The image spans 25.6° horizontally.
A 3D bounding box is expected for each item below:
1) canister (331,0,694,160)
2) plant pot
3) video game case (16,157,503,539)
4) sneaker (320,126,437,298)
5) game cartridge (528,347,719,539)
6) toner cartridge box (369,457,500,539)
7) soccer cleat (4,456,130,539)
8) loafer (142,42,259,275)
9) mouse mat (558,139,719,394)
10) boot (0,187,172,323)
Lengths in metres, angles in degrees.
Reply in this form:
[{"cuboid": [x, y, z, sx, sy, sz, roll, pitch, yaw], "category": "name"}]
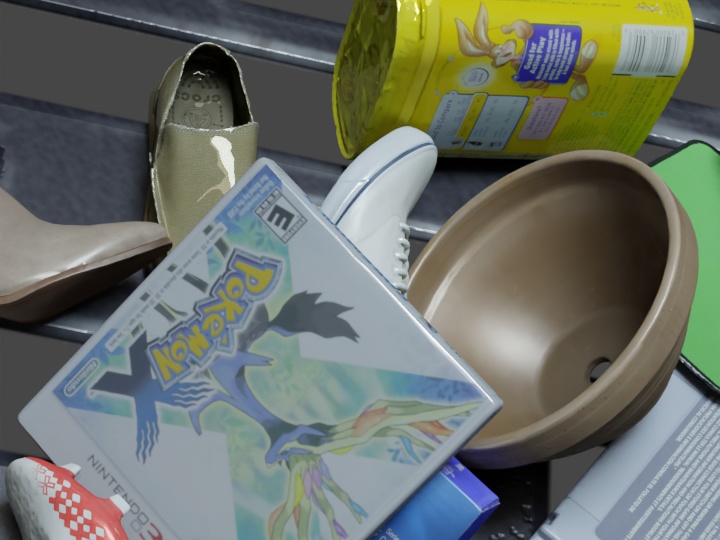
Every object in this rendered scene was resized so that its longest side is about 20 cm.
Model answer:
[{"cuboid": [0.096, -0.132, 1.019, 0.200, 0.149, 0.087, 0, 55, -17], "category": "canister"}, {"cuboid": [0.117, 0.037, 0.912, 0.093, 0.201, 0.201, 41, 45, -34], "category": "plant pot"}, {"cuboid": [-0.057, 0.074, 0.829, 0.200, 0.022, 0.182, -46, 77, 8], "category": "video game case"}, {"cuboid": [0.000, 0.000, 0.946, 0.071, 0.073, 0.200, 28, 65, 18], "category": "sneaker"}, {"cuboid": [0.198, 0.142, 0.924, 0.133, 0.042, 0.200, 41, 56, 10], "category": "game cartridge"}, {"cuboid": [-0.031, 0.094, 0.858, 0.200, 0.095, 0.043, 41, 11, 14], "category": "toner cartridge box"}, {"cuboid": [-0.134, 0.181, 0.792, 0.085, 0.069, 0.200, -27, 71, -33], "category": "soccer cleat"}, {"cuboid": [-0.096, -0.057, 0.964, 0.076, 0.067, 0.200, -3, 57, -17], "category": "loafer"}, {"cuboid": [0.229, -0.008, 1.028, 0.161, 0.008, 0.200, 45, 44, 18], "category": "mouse mat"}, {"cuboid": [-0.227, -0.033, 0.901, 0.200, 0.070, 0.146, -25, 77, -17], "category": "boot"}]
